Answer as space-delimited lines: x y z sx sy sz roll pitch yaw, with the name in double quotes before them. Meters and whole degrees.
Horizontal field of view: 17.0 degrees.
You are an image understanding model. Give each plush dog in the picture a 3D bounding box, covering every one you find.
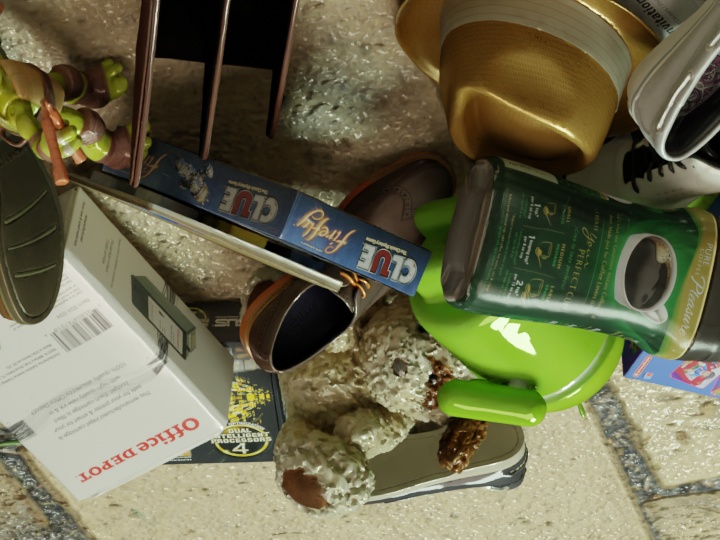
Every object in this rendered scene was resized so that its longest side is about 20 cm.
"plush dog" 0.022 0.073 1.819 0.171 0.201 0.160 -11 -179 20

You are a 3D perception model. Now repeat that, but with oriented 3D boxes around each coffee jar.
"coffee jar" 0.160 -0.004 1.598 0.199 0.105 0.085 14 180 -15

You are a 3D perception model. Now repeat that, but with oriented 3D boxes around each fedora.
"fedora" 0.109 -0.118 1.583 0.200 0.082 0.201 11 154 6

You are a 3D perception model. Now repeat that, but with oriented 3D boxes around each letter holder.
"letter holder" -0.090 -0.155 1.525 0.100 0.143 0.200 6 141 -6

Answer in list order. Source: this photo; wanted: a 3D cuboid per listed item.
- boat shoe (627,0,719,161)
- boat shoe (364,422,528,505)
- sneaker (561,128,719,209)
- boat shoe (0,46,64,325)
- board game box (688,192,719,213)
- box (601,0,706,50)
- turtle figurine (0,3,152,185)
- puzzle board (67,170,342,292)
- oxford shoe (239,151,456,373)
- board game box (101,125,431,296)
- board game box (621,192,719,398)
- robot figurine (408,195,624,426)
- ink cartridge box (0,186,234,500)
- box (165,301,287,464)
"boat shoe" 0.244 -0.149 1.496 0.072 0.069 0.200 29 119 -37
"boat shoe" 0.042 0.171 1.995 0.199 0.073 0.063 -10 138 6
"sneaker" 0.218 -0.080 1.629 0.199 0.074 0.080 -14 165 31
"boat shoe" -0.259 -0.060 1.661 0.068 0.072 0.201 -2 104 33
"board game box" 0.250 -0.019 1.767 0.101 0.048 0.200 -25 135 30
"box" 0.265 -0.199 1.545 0.200 0.041 0.156 -24 135 30
"turtle figurine" -0.209 -0.107 1.578 0.064 0.200 0.161 -49 148 18
"puzzle board" -0.112 -0.033 1.687 0.150 0.017 0.200 24 178 -24
"oxford shoe" 0.000 0.000 1.713 0.071 0.073 0.200 41 91 -19
"board game box" -0.066 -0.042 1.639 0.135 0.035 0.200 23 179 -44
"board game box" 0.289 0.019 1.738 0.134 0.045 0.200 13 140 -15
"robot figurine" 0.113 0.025 1.714 0.115 0.176 0.200 -13 141 34
"ink cartridge box" -0.209 0.058 1.790 0.145 0.084 0.200 -27 122 22
"box" -0.161 0.091 1.916 0.199 0.049 0.162 -1 138 3
